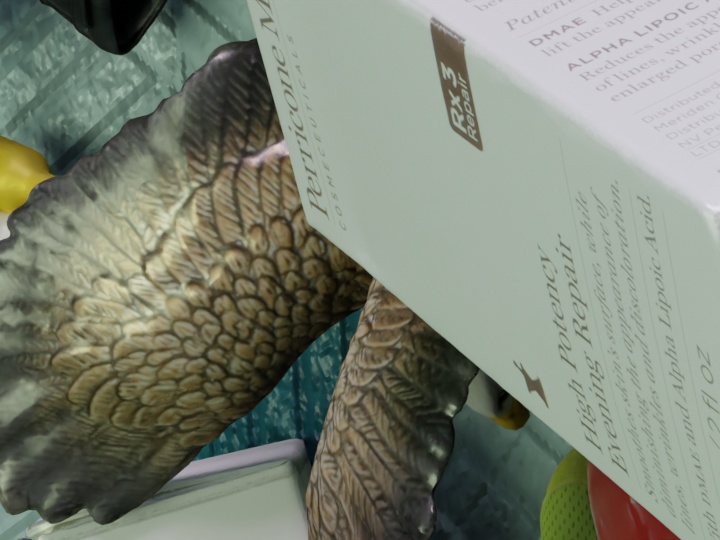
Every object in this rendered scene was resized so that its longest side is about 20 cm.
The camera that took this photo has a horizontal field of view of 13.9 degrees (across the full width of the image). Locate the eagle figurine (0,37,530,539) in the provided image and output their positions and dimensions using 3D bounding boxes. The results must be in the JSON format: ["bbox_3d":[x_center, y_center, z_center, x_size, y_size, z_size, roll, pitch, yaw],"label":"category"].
[{"bbox_3d":[0.004,0.006,0.771,0.151,0.200,0.152,52,163,-9],"label":"eagle figurine"}]

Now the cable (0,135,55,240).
[{"bbox_3d":[-0.079,-0.002,0.970,0.200,0.050,0.098,1,103,51],"label":"cable"}]

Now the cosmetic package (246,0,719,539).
[{"bbox_3d":[0.050,-0.025,0.595,0.200,0.074,0.102,38,150,52],"label":"cosmetic package"}]

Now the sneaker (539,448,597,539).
[{"bbox_3d":[0.066,0.145,0.817,0.078,0.090,0.201,12,111,47],"label":"sneaker"}]

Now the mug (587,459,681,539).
[{"bbox_3d":[0.174,0.014,0.649,0.200,0.177,0.134,-56,24,38],"label":"mug"}]

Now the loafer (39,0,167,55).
[{"bbox_3d":[-0.050,-0.137,0.884,0.071,0.068,0.201,55,142,10],"label":"loafer"}]

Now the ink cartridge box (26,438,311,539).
[{"bbox_3d":[-0.029,0.157,0.888,0.146,0.084,0.201,96,156,-89],"label":"ink cartridge box"}]

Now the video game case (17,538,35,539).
[{"bbox_3d":[0.021,0.137,0.713,0.199,0.026,0.181,12,150,13],"label":"video game case"}]
